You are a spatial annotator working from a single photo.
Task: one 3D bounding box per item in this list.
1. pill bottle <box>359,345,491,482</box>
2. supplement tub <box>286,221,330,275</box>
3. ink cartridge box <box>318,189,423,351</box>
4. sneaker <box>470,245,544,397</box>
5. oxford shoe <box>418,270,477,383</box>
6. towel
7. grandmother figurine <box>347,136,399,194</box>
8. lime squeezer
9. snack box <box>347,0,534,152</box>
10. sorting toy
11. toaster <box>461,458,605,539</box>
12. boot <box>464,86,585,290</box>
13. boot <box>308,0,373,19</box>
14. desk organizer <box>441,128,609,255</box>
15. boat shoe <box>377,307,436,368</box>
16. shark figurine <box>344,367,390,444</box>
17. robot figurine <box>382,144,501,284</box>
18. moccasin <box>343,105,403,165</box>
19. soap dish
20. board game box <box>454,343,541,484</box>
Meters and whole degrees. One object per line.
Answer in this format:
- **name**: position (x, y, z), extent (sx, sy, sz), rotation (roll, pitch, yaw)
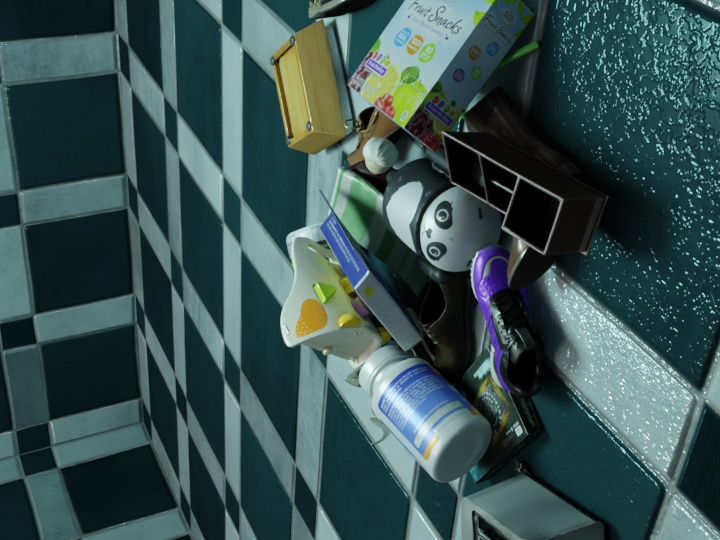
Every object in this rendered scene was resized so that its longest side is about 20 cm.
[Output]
- **pill bottle**: position (0.086, 0.198, 1.407), extent (0.200, 0.111, 0.113), rotation (44, 140, 38)
- **supplement tub**: position (-0.053, 0.021, 1.725), extent (0.122, 0.121, 0.203), rotation (-25, 77, 65)
- **ink cartridge box**: position (0.000, 0.000, 1.456), extent (0.200, 0.047, 0.198), rotation (50, -174, -33)
- **sneaker**: position (0.196, 0.069, 1.235), extent (0.100, 0.069, 0.203), rotation (-128, 23, -74)
- **oxford shoe**: position (0.118, 0.080, 1.422), extent (0.073, 0.083, 0.203), rotation (39, 137, 51)
- **towel**: position (0.033, -0.061, 1.496), extent (0.200, 0.023, 0.153), rotation (42, 154, 13)
- **grandmother figurine**: position (0.029, -0.132, 1.493), extent (0.201, 0.119, 0.061), rotation (90, -175, -61)
- **lime squeezer**: position (0.147, -0.229, 1.225), extent (0.200, 0.070, 0.038), rotation (139, 133, -62)
- **snack box**: position (0.093, -0.271, 1.206), extent (0.201, 0.067, 0.169), rotation (-53, 38, 7)
- **sorting toy**: position (-0.046, 0.038, 1.528), extent (0.106, 0.199, 0.182), rotation (-31, 63, 20)
- **toaster**: position (0.222, 0.380, 1.283), extent (0.200, 0.117, 0.184), rotation (26, 123, 61)
- **boot**: position (0.181, -0.105, 1.216), extent (0.200, 0.064, 0.188), rotation (52, 133, 39)
- **boot**: position (-0.041, -0.481, 1.535), extent (0.200, 0.072, 0.153), rotation (-164, 65, -69)
- **desk organizer**: position (0.172, -0.091, 1.108), extent (0.199, 0.076, 0.073), rotation (37, 120, 41)
- **boat shoe**: position (0.078, 0.145, 1.535), extent (0.073, 0.062, 0.201), rotation (101, 156, -46)
- **shark figurine**: position (0.049, 0.198, 1.650), extent (0.216, 0.127, 0.090), rotation (71, 177, -50)
- **robot figurine**: position (0.104, -0.078, 1.324), extent (0.151, 0.125, 0.200), rotation (51, 175, -37)
- **moccasin**: position (0.024, -0.221, 1.479), extent (0.078, 0.074, 0.201), rotation (43, 152, 0)
- **soap dish**: position (-0.088, -0.313, 1.700), extent (0.157, 0.080, 0.203), rotation (-13, 88, 66)
- **board game box**: position (0.182, 0.207, 1.401), extent (0.201, 0.028, 0.137), rotation (117, 135, -56)
